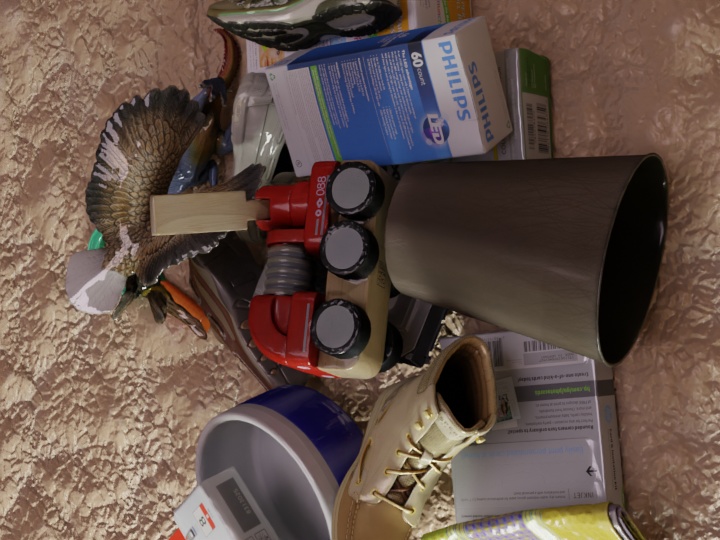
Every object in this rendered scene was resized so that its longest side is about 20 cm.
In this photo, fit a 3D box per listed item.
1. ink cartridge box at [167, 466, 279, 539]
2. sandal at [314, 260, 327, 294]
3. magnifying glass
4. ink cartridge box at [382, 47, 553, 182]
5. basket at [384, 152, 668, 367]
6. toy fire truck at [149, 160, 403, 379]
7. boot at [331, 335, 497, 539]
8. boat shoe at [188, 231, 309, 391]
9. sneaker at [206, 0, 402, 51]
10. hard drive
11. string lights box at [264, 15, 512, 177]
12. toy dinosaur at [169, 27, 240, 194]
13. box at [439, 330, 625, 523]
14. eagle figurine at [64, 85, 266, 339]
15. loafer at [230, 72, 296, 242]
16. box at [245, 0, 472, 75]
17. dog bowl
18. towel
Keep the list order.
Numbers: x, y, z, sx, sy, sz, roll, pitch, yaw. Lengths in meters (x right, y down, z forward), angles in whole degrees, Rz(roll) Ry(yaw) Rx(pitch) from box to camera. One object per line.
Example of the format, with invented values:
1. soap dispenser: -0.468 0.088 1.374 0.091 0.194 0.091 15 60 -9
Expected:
1. ink cartridge box: -0.132 0.299 1.269 0.163 0.050 0.200 55 136 14
2. sandal: -0.011 -0.044 1.231 0.075 0.043 0.203 -2 63 19
3. magnifying glass: -0.232 0.011 1.460 0.199 0.022 0.081 33 108 32
4. ink cartridge box: 0.074 -0.129 1.211 0.198 0.059 0.106 -5 86 36
5. basket: 0.130 -0.021 1.093 0.197 0.137 0.182 8 57 29
6. toy fire truck: -0.071 -0.006 1.144 0.197 0.128 0.179 1 78 25
7. boot: 0.047 0.162 1.116 0.155 0.072 0.202 -44 22 57
8. boat shoe: -0.113 0.048 1.346 0.201 0.075 0.072 59 145 25
9. sneaker: -0.049 -0.250 1.184 0.197 0.077 0.090 -2 76 31
10. hard drive: 0.000 0.000 1.249 0.198 0.038 0.141 17 78 35
11. string lights box: 0.022 -0.146 1.152 0.198 0.059 0.104 -4 112 35
12. toy dinosaur: -0.166 -0.114 1.405 0.181 0.104 0.202 -45 26 41
13. box: 0.148 0.152 1.160 0.154 0.041 0.204 -9 82 37
14. eagle figurine: -0.187 -0.051 1.263 0.152 0.149 0.201 -90 19 -44
15. loafer: -0.089 -0.100 1.293 0.069 0.071 0.201 12 139 3
16. box: -0.003 -0.242 1.246 0.198 0.101 0.114 -5 86 36
17. dog bowl: -0.064 0.212 1.251 0.199 0.078 0.203 23 123 40
18. towel: 0.161 0.246 1.100 0.198 0.144 0.023 -15 38 38
